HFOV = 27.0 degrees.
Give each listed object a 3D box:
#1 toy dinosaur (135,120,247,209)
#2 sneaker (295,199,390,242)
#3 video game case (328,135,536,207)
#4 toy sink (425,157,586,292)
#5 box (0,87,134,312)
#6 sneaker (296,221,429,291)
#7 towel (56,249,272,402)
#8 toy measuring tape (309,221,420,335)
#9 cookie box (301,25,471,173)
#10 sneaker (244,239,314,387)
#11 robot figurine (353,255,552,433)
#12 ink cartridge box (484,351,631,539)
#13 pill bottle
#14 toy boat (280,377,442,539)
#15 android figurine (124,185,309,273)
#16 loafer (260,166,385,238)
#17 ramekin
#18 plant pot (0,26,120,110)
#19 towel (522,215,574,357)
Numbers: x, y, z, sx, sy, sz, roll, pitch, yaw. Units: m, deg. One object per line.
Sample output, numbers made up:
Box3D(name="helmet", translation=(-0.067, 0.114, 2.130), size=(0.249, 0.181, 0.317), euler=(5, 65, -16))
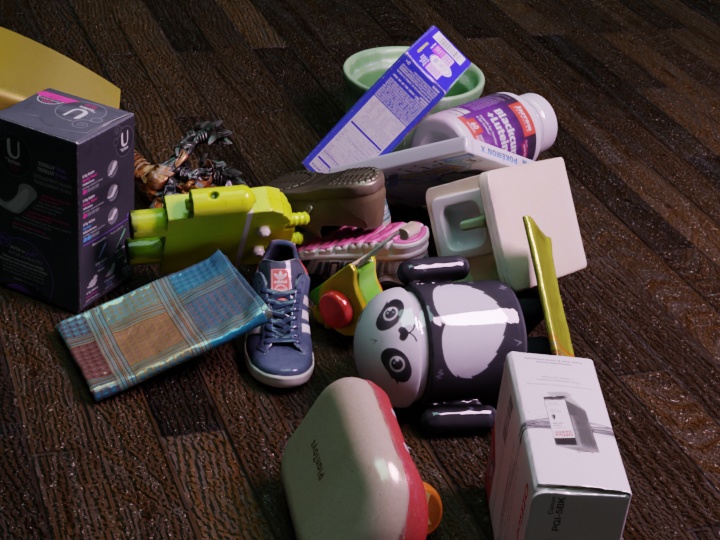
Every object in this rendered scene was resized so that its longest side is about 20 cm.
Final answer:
Box3D(name="toy dinosaur", translation=(-0.218, -0.115, 1.837), size=(0.199, 0.103, 0.135), euler=(40, 62, 19))
Box3D(name="sneaker", translation=(-0.050, -0.073, 1.781), size=(0.198, 0.095, 0.070), euler=(18, 30, 21))
Box3D(name="video game case", translation=(0.093, -0.114, 1.790), size=(0.198, 0.022, 0.181), euler=(-11, -14, 36))
Box3D(name="toy sink", translation=(0.149, -0.042, 1.650), size=(0.111, 0.132, 0.199), euler=(-13, 2, 32))
Box3D(name="box", translation=(-0.321, -0.078, 1.628), size=(0.121, 0.202, 0.106), euler=(18, 31, 22))
Box3D(name="sneaker", translation=(0.000, 0.000, 1.684), size=(0.198, 0.088, 0.074), euler=(-4, 22, 37))
Box3D(name="towel", translation=(-0.203, 0.052, 1.542), size=(0.198, 0.022, 0.147), euler=(-24, 36, -15))
Box3D(name="toy measuring tape", translation=(0.012, 0.019, 1.570), size=(0.073, 0.200, 0.074), euler=(17, 58, -29))
Box3D(name="cookie box", translation=(0.035, -0.199, 1.897), size=(0.075, 0.200, 0.171), euler=(44, 25, -3))
Box3D(name="sneaker", translation=(-0.085, 0.039, 1.572), size=(0.074, 0.085, 0.201), euler=(1, 33, -9))
Box3D(name="robot figurine", translation=(0.092, 0.073, 1.502), size=(0.197, 0.126, 0.151), euler=(-3, 30, -17))
Box3D(name="ink cartridge box", translation=(0.164, 0.186, 1.285), size=(0.082, 0.149, 0.201), euler=(5, 29, -5))
Box3D(name="pill bottle", translation=(0.169, -0.172, 1.982), size=(0.111, 0.113, 0.199), euler=(28, 36, 36))
Box3D(name="toy boat", translation=(0.016, 0.194, 1.301), size=(0.130, 0.131, 0.201), euler=(27, 20, -24))
Box3D(name="android figurine", translation=(-0.155, -0.041, 1.633), size=(0.197, 0.183, 0.042), euler=(-4, 63, -16))
Box3D(name="loafer", translation=(-0.051, -0.072, 1.690), size=(0.198, 0.068, 0.076), euler=(0, 22, 45))
Box3D(name="ramekin", translation=(0.070, -0.231, 2.088), size=(0.197, 0.099, 0.201), euler=(4, 28, -2))
Box3D(name="plant pot", translation=(-0.383, -0.151, 1.779), size=(0.174, 0.202, 0.201), euler=(11, 27, -13))
Box3D(name="towel", translation=(0.197, 0.049, 1.501), size=(0.018, 0.203, 0.086), euler=(-15, -20, 13))
